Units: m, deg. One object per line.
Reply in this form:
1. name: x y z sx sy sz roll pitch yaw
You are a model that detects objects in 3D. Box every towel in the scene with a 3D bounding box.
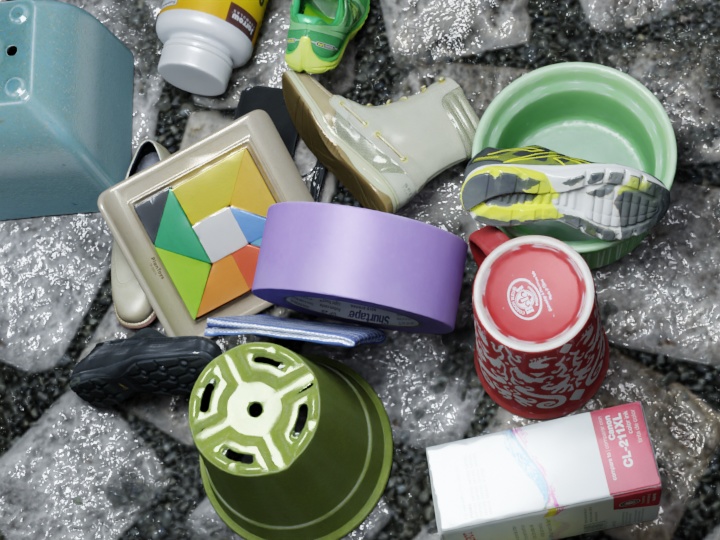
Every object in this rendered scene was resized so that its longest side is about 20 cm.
1. towel: -0.058 0.062 1.340 0.144 0.200 0.024 6 90 10

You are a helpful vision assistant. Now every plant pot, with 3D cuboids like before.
1. plant pot: -0.078 0.151 1.315 0.199 0.190 0.201 -3 71 8
2. plant pot: -0.363 -0.184 1.473 0.195 0.200 0.197 -4 70 7

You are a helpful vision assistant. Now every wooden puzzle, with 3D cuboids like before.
1. wooden puzzle: -0.142 -0.040 1.429 0.199 0.037 0.186 -29 97 -5

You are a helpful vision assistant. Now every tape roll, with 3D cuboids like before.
1. tape roll: 0.000 0.000 1.343 0.199 0.200 0.086 9 82 12

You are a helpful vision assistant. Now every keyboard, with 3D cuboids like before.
1. keyboard: -0.089 -0.101 1.495 0.126 0.021 0.201 9 74 14

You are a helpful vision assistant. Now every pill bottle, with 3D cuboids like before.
1. pill bottle: -0.156 -0.297 1.524 0.109 0.109 0.201 11 74 13

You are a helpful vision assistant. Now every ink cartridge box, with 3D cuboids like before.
1. ink cartridge box: 0.168 0.196 1.281 0.199 0.146 0.083 -12 68 5

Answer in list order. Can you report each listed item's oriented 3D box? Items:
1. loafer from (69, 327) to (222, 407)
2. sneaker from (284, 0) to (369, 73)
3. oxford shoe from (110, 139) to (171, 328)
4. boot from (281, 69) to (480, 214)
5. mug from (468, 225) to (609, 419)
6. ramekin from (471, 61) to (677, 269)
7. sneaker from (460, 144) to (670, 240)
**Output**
1. loafer: -0.212 0.087 1.390 0.200 0.068 0.071 -14 45 39
2. sneaker: -0.031 -0.287 1.488 0.074 0.084 0.201 9 41 4
3. oxford shoe: -0.234 -0.041 1.468 0.070 0.074 0.201 0 71 9
4. boot: 0.024 -0.162 1.458 0.154 0.072 0.200 -33 66 -17
5. mug: 0.148 0.042 1.309 0.177 0.200 0.134 32 80 18
6. ramekin: 0.214 -0.097 1.399 0.199 0.098 0.201 -3 71 8
7. sneaker: 0.191 -0.085 1.306 0.199 0.075 0.085 7 33 -6
